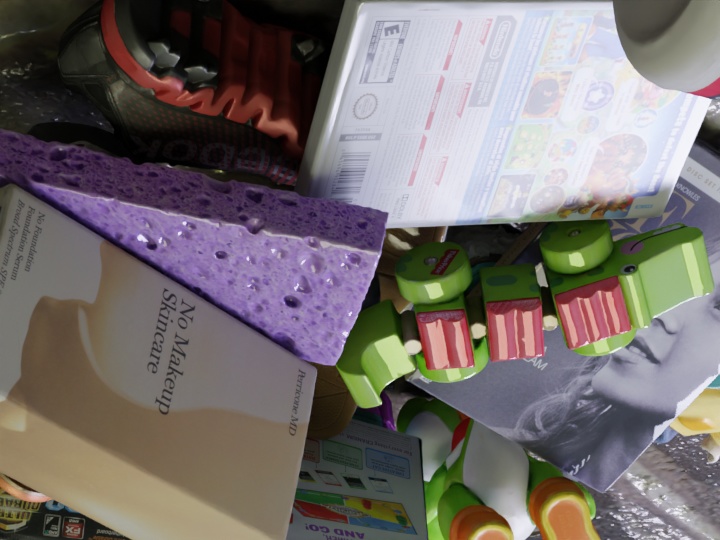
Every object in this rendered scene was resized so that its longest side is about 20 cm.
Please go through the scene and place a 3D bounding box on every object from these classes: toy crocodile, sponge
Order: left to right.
[{"bbox_3d":[-0.095,-0.010,1.057,0.198,0.030,0.112,13,149,-5],"label":"sponge"},{"bbox_3d":[0.083,0.020,1.125,0.198,0.062,0.068,-12,121,2],"label":"toy crocodile"}]

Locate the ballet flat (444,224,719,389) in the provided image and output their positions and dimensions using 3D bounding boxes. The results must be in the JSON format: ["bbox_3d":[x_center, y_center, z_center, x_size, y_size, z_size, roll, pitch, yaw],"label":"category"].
[{"bbox_3d":[0.130,0.011,1.224,0.199,0.072,0.072,16,145,-20],"label":"ballet flat"}]

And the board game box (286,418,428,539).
[{"bbox_3d":[-0.039,0.139,1.198,0.152,0.200,0.041,17,116,-9],"label":"board game box"}]

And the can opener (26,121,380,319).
[{"bbox_3d":[-0.078,-0.023,1.120,0.199,0.067,0.053,27,133,-26],"label":"can opener"}]

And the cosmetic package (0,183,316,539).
[{"bbox_3d":[-0.119,0.055,1.043,0.071,0.106,0.199,-20,141,42],"label":"cosmetic package"}]

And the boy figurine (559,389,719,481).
[{"bbox_3d":[0.211,0.081,1.331,0.199,0.065,0.124,-9,144,21],"label":"boy figurine"}]

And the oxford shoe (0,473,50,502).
[{"bbox_3d":[-0.144,0.054,1.201,0.071,0.200,0.073,39,123,-2],"label":"oxford shoe"}]

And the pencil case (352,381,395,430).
[{"bbox_3d":[-0.077,0.091,1.333,0.198,0.085,0.093,6,132,-5],"label":"pencil case"}]

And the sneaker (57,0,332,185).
[{"bbox_3d":[-0.064,-0.082,1.070,0.098,0.071,0.200,-19,147,40],"label":"sneaker"}]

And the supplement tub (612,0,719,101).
[{"bbox_3d":[0.218,-0.126,0.920,0.199,0.141,0.141,11,147,-16],"label":"supplement tub"}]

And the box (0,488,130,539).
[{"bbox_3d":[-0.118,0.162,1.391,0.198,0.050,0.198,3,173,19],"label":"box"}]

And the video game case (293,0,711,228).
[{"bbox_3d":[0.075,-0.077,1.048,0.198,0.018,0.144,-3,136,-20],"label":"video game case"}]

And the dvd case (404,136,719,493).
[{"bbox_3d":[0.141,0.020,1.181,0.148,0.016,0.200,31,113,-25],"label":"dvd case"}]

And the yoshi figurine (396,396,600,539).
[{"bbox_3d":[0.071,0.142,1.312,0.112,0.200,0.112,33,97,-23],"label":"yoshi figurine"}]

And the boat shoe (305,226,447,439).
[{"bbox_3d":[0.000,0.000,1.207,0.070,0.069,0.201,27,126,1],"label":"boat shoe"}]
